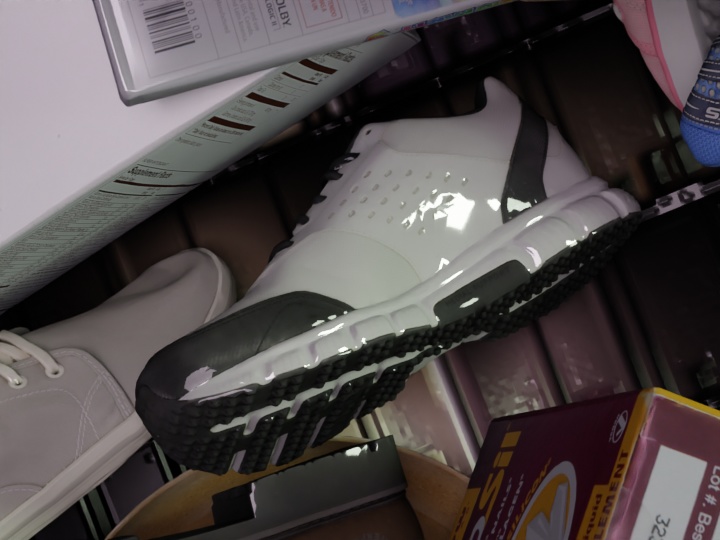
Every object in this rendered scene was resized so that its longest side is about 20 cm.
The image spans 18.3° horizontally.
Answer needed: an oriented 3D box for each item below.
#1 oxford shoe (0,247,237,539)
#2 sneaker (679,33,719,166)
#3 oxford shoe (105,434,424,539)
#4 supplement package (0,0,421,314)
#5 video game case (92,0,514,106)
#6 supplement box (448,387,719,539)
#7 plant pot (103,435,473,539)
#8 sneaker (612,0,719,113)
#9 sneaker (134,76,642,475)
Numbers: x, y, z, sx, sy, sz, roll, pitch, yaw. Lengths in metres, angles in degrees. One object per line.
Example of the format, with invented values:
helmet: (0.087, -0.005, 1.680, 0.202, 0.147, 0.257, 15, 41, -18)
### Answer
oxford shoe: (-0.120, 0.050, 0.759, 0.200, 0.075, 0.058, -41, 115, -25)
sneaker: (0.191, -0.023, 0.736, 0.199, 0.077, 0.085, 32, 106, -7)
oxford shoe: (-0.067, 0.124, 0.724, 0.199, 0.073, 0.085, -19, 88, -11)
supplement package: (-0.118, -0.107, 0.753, 0.199, 0.147, 0.192, -31, 87, 9)
video game case: (0.006, -0.143, 0.661, 0.199, 0.018, 0.144, -16, 86, -7)
supplement box: (0.081, 0.105, 0.683, 0.085, 0.200, 0.111, 21, 81, -7)
plant pot: (-0.014, 0.159, 0.778, 0.199, 0.027, 0.202, 1, 82, -9)
sneaker: (0.084, -0.145, 0.764, 0.104, 0.075, 0.201, 4, 120, 46)
sneaker: (0.000, 0.000, 0.742, 0.080, 0.199, 0.074, 53, 143, 14)
